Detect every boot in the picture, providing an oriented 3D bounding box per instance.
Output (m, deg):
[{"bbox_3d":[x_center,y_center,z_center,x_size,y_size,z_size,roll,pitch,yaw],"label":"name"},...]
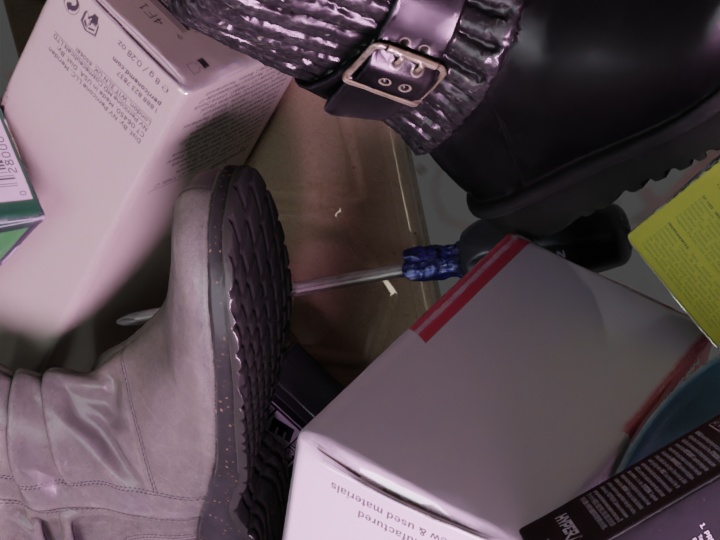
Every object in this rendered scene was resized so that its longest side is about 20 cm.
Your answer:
[{"bbox_3d":[-0.094,0.045,0.887,0.130,0.068,0.201,9,130,8],"label":"boot"},{"bbox_3d":[0.045,-0.096,0.770,0.158,0.080,0.211,36,139,-17],"label":"boot"}]

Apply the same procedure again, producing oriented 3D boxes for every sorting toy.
[{"bbox_3d":[-0.048,-0.034,0.962,0.185,0.036,0.201,6,113,38],"label":"sorting toy"}]

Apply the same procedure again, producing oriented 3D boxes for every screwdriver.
[{"bbox_3d":[0.000,0.000,0.895,0.199,0.028,0.029,-7,139,17],"label":"screwdriver"}]

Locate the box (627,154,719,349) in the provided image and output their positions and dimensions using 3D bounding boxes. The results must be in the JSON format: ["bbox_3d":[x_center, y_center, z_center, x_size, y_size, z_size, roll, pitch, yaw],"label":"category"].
[{"bbox_3d":[0.169,-0.053,0.739,0.050,0.075,0.200,52,134,2],"label":"box"}]

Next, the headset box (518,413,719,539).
[{"bbox_3d":[0.166,0.089,0.673,0.199,0.075,0.149,-31,95,1],"label":"headset box"}]

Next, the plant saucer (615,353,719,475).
[{"bbox_3d":[0.158,0.115,0.768,0.200,0.200,0.027,51,155,4],"label":"plant saucer"}]

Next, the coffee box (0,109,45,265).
[{"bbox_3d":[-0.193,-0.075,0.922,0.123,0.044,0.201,-42,67,43],"label":"coffee box"}]

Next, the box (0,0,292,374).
[{"bbox_3d":[-0.097,-0.031,0.924,0.068,0.082,0.200,45,130,13],"label":"box"}]

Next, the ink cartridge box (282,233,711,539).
[{"bbox_3d":[0.035,0.113,0.822,0.085,0.146,0.201,25,128,20],"label":"ink cartridge box"}]

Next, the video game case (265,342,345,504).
[{"bbox_3d":[-0.006,0.137,0.997,0.181,0.026,0.200,43,141,0],"label":"video game case"}]
